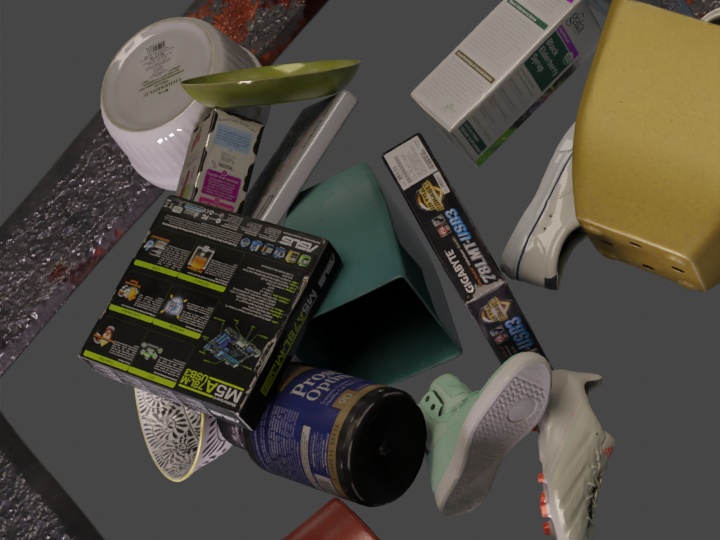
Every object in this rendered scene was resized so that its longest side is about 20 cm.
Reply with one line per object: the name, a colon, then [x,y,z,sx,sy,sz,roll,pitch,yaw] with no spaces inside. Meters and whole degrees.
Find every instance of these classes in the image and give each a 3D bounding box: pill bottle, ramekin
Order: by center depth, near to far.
pill bottle: [-0.043,0.149,1.404,0.199,0.112,0.112,11,70,43]
ramekin: [-0.216,-0.206,1.753,0.199,0.105,0.202,-13,59,23]

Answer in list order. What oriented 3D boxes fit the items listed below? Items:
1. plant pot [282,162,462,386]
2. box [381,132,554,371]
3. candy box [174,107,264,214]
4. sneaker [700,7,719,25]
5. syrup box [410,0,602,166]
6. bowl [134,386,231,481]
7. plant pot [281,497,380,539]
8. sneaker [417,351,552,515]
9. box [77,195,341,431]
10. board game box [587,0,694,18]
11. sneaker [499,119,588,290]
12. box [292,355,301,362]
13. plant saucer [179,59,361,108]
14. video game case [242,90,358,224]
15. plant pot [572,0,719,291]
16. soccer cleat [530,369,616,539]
plant pot: [0.000,0.000,1.508,0.141,0.141,0.201,-24,45,15]
box: [0.106,-0.003,1.406,0.049,0.200,0.199,-29,54,6]
candy box: [-0.169,-0.062,1.603,0.136,0.061,0.202,161,124,-71]
sneaker: [0.410,-0.205,1.380,0.198,0.116,0.074,2,78,13]
syrup box: [0.158,-0.218,1.569,0.200,0.079,0.081,-44,52,1]
bowl: [-0.161,0.114,1.537,0.200,0.094,0.202,17,109,61]
plant pot: [-0.041,0.325,1.328,0.195,0.201,0.201,-42,52,-8]
sneaker: [0.102,0.121,1.373,0.201,0.073,0.119,-63,37,36]
box: [-0.145,0.036,1.418,0.199,0.048,0.194,15,70,28]
board game box: [0.257,-0.296,1.480,0.043,0.200,0.199,-44,53,5]
sneaker: [0.215,-0.070,1.473,0.070,0.073,0.201,26,84,20]
box: [-0.064,0.096,1.547,0.038,0.041,0.201,-20,57,17]
plant saucer: [-0.096,-0.202,1.604,0.199,0.200,0.031,-1,103,28]
video game case: [-0.085,-0.101,1.610,0.201,0.022,0.182,-58,14,-9]
plant pot: [0.297,-0.099,1.353,0.193,0.195,0.201,22,84,25]
soccer cleat: [0.198,0.182,1.341,0.077,0.069,0.201,-7,62,6]
